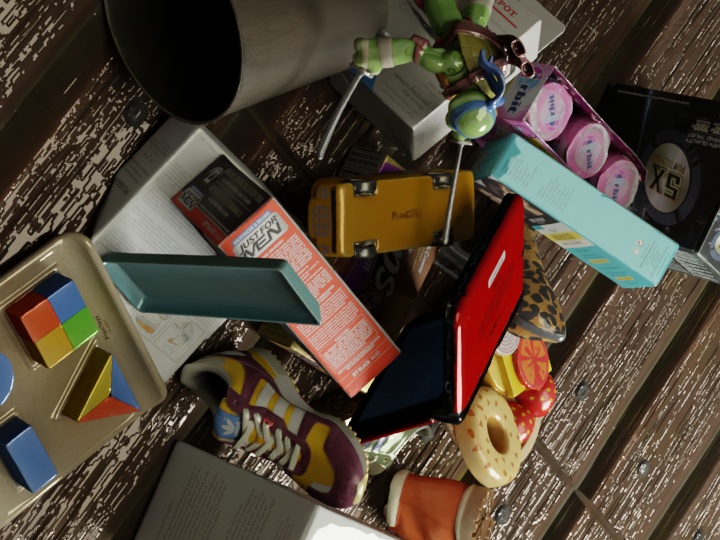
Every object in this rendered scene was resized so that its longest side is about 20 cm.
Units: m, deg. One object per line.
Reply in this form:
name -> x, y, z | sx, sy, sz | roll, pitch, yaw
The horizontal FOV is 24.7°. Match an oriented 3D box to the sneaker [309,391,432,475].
sneaker -> 0.000, 0.160, 1.571 | 0.200, 0.067, 0.090 | -27, 113, -37

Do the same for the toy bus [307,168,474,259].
toy bus -> 0.024, -0.052, 1.432 | 0.200, 0.078, 0.065 | -9, 102, -49

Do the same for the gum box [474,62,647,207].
gum box -> 0.186, -0.128, 1.627 | 0.200, 0.113, 0.066 | 40, 75, -41

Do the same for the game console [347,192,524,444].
game console -> 0.063, 0.041, 1.437 | 0.200, 0.118, 0.173 | -58, 152, -51

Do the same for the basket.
basket -> -0.083, -0.214, 1.349 | 0.200, 0.180, 0.136 | -16, 154, -47

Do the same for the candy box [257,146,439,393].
candy box -> 0.000, 0.000, 1.537 | 0.117, 0.056, 0.200 | 35, 79, -41

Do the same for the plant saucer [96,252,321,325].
plant saucer -> -0.120, 0.012, 1.309 | 0.070, 0.200, 0.019 | 55, 50, -39

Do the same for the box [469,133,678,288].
box -> 0.203, -0.055, 1.590 | 0.200, 0.082, 0.049 | 32, 81, -12

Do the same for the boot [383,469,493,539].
boot -> 0.078, 0.265, 1.673 | 0.200, 0.107, 0.075 | 84, 25, -53

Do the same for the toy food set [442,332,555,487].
toy food set -> 0.135, 0.104, 1.650 | 0.200, 0.049, 0.198 | -28, 105, -51

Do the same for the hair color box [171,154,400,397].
hair color box -> -0.061, 0.006, 1.373 | 0.064, 0.111, 0.200 | -41, 124, -5

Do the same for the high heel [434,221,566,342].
high heel -> 0.173, 0.007, 1.620 | 0.200, 0.142, 0.071 | -26, 150, -54

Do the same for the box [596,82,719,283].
box -> 0.320, -0.092, 1.697 | 0.086, 0.200, 0.164 | 35, 79, -43

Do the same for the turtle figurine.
turtle figurine -> 0.049, -0.165, 1.353 | 0.144, 0.200, 0.194 | 15, 51, -15

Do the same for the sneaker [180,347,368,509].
sneaker -> -0.078, 0.141, 1.416 | 0.090, 0.200, 0.075 | -6, 123, -41

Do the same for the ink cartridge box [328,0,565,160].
ink cartridge box -> 0.080, -0.209, 1.479 | 0.200, 0.116, 0.068 | -41, 161, -15

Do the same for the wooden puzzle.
wooden puzzle -> -0.263, 0.095, 1.324 | 0.200, 0.046, 0.186 | -36, 124, -22

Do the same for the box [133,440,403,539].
box -> -0.073, 0.245, 1.441 | 0.152, 0.200, 0.107 | 30, 80, -42

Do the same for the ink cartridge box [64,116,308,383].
ink cartridge box -> -0.165, -0.015, 1.408 | 0.200, 0.057, 0.163 | -44, 130, 2

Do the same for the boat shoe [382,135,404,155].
boat shoe -> 0.090, -0.186, 1.553 | 0.060, 0.072, 0.202 | 41, 70, -35
